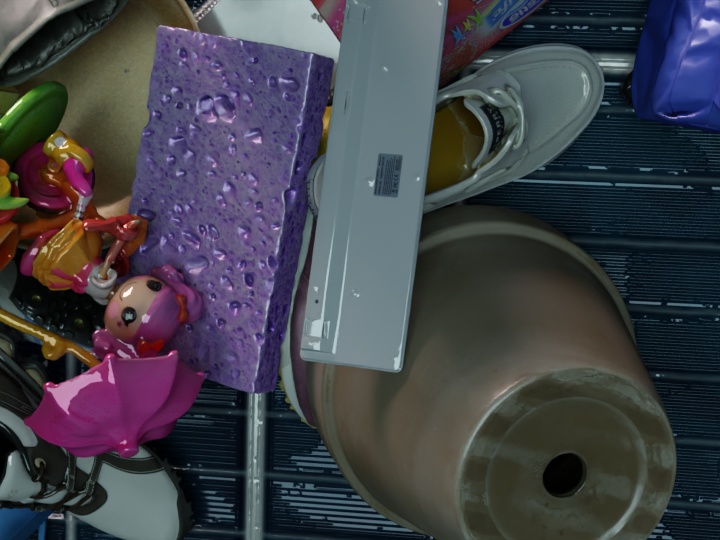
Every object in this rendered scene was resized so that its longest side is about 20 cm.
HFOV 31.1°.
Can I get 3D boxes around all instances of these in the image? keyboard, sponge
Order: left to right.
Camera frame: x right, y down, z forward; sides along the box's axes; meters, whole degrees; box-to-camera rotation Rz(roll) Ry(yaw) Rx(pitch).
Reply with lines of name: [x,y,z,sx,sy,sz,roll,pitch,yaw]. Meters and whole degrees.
sponge: [-0.085,-0.036,0.763,0.111,0.030,0.201,15,99,26]
keyboard: [0.007,-0.050,0.676,0.056,0.011,0.202,6,86,11]

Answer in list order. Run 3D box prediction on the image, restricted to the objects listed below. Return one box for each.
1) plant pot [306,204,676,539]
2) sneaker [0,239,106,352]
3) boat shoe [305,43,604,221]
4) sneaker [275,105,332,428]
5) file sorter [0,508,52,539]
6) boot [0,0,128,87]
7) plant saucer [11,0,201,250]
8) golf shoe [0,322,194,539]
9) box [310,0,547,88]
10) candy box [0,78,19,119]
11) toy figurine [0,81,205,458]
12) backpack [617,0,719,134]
plant pot: [0.082,0.078,0.706,0.198,0.174,0.202,-3,104,-12]
sneaker: [-0.247,0.012,0.833,0.199,0.072,0.073,20,132,-1]
boat shoe: [0.065,-0.078,0.734,0.199,0.070,0.071,-24,96,-19]
sneaker: [0.000,0.000,0.787,0.089,0.075,0.202,4,99,11]
file sorter: [-0.315,0.202,0.826,0.198,0.139,0.124,8,102,7]
boot: [-0.195,-0.235,0.757,0.182,0.072,0.200,-41,69,14]
plant saucer: [-0.186,-0.112,0.817,0.199,0.035,0.202,1,98,7]
golf shoe: [-0.193,0.125,0.801,0.200,0.095,0.078,41,121,-16]
box: [0.064,-0.196,0.730,0.200,0.095,0.100,-39,71,10]
candy box: [-0.314,-0.128,0.793,0.200,0.056,0.117,44,107,18]
toy figurine: [-0.163,0.016,0.730,0.184,0.150,0.200,37,59,2]
backpack: [0.250,-0.166,0.686,0.161,0.168,0.202,10,97,-6]
